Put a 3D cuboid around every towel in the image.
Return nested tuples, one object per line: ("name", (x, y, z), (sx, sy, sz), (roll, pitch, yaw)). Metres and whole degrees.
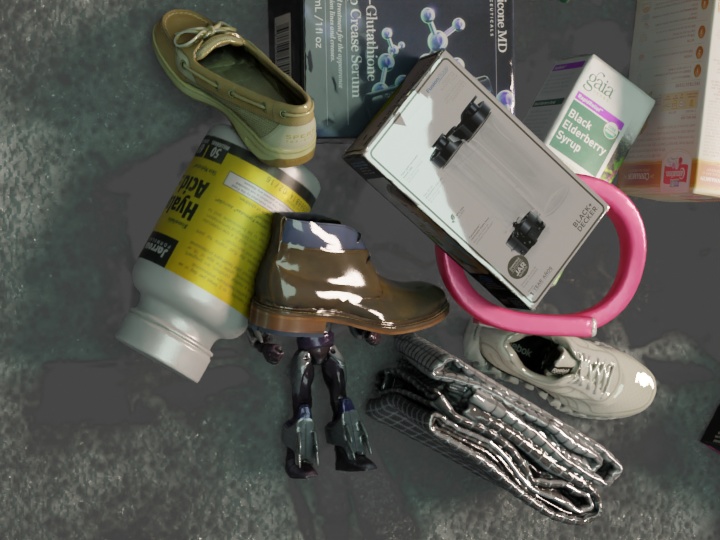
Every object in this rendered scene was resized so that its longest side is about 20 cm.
("towel", (0.111, 0.142, 1.514), (0.199, 0.165, 0.086), (31, 88, -17))

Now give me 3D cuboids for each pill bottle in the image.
("pill bottle", (-0.125, -0.012, 1.452), (0.111, 0.111, 0.202), (30, 82, -18))

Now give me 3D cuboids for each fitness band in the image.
("fitness band", (0.159, -0.016, 1.506), (0.197, 0.037, 0.146), (5, 92, -18))

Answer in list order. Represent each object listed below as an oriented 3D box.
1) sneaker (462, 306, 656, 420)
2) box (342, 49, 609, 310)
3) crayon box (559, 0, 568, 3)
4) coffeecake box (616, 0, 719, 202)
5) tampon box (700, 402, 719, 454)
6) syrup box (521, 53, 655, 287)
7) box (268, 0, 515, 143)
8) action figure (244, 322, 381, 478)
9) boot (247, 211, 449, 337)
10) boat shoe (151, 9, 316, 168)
("sneaker", (0.193, 0.092, 1.585), (0.198, 0.081, 0.076), (18, 84, -20))
("box", (0.097, -0.075, 1.438), (0.200, 0.060, 0.117), (40, 80, -14))
("crayon box", (0.116, -0.335, 1.522), (0.198, 0.052, 0.127), (27, 44, -19))
("coffeecake box", (0.308, -0.166, 1.575), (0.072, 0.153, 0.203), (6, 90, -19))
("tampon box", (0.454, 0.121, 1.651), (0.149, 0.126, 0.201), (32, 82, -17))
("syrup box", (0.179, -0.092, 1.571), (0.078, 0.081, 0.201), (32, 83, -17))
("box", (0.026, -0.188, 1.501), (0.197, 0.107, 0.151), (-3, 92, -20))
("action figure", (-0.037, 0.077, 1.511), (0.128, 0.069, 0.203), (-8, 92, -14))
("boot", (0.000, 0.000, 1.446), (0.198, 0.074, 0.098), (-3, 107, -37))
("boat shoe", (-0.104, -0.166, 1.423), (0.073, 0.201, 0.064), (-21, 141, -29))
